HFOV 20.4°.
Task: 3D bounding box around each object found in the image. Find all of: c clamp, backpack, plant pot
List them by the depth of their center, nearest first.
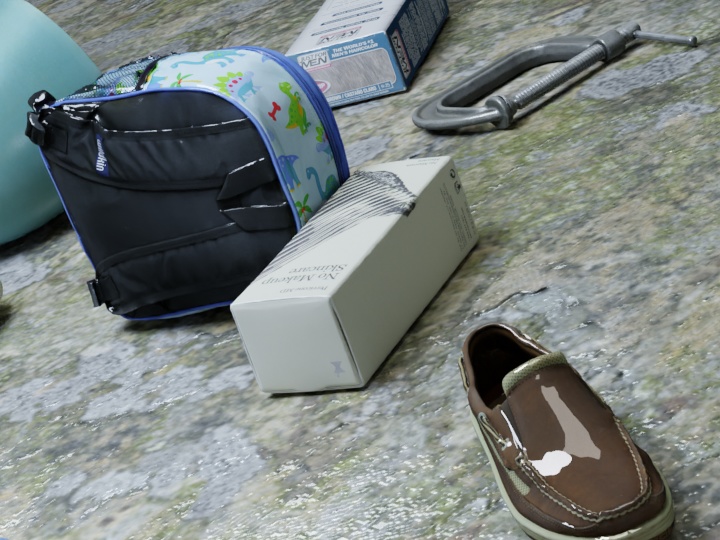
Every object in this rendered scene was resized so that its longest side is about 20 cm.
[{"bbox_3d":[-0.103,-0.072,1.423,0.199,0.184,0.147,-5,23,37],"label":"backpack"},{"bbox_3d":[0.144,-0.159,1.622,0.199,0.027,0.171,-30,24,-24],"label":"c clamp"},{"bbox_3d":[-0.322,-0.115,1.719,0.161,0.201,0.200,-46,31,-26],"label":"plant pot"}]

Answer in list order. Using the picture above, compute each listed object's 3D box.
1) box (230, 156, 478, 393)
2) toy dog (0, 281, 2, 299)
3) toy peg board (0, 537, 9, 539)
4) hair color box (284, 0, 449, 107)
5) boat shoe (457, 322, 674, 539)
[{"bbox_3d":[0.000,0.000,1.318,0.082,0.069,0.200,-6,25,30],"label":"box"},{"bbox_3d":[-0.398,0.015,1.551,0.199,0.140,0.194,-3,14,37],"label":"toy dog"},{"bbox_3d":[-0.267,0.200,1.045,0.199,0.098,0.199,-10,24,24],"label":"toy peg board"},{"bbox_3d":[0.009,-0.216,1.830,0.100,0.061,0.200,-12,23,21],"label":"hair color box"},{"bbox_3d":[0.095,0.081,1.032,0.074,0.075,0.202,-25,22,-11],"label":"boat shoe"}]
